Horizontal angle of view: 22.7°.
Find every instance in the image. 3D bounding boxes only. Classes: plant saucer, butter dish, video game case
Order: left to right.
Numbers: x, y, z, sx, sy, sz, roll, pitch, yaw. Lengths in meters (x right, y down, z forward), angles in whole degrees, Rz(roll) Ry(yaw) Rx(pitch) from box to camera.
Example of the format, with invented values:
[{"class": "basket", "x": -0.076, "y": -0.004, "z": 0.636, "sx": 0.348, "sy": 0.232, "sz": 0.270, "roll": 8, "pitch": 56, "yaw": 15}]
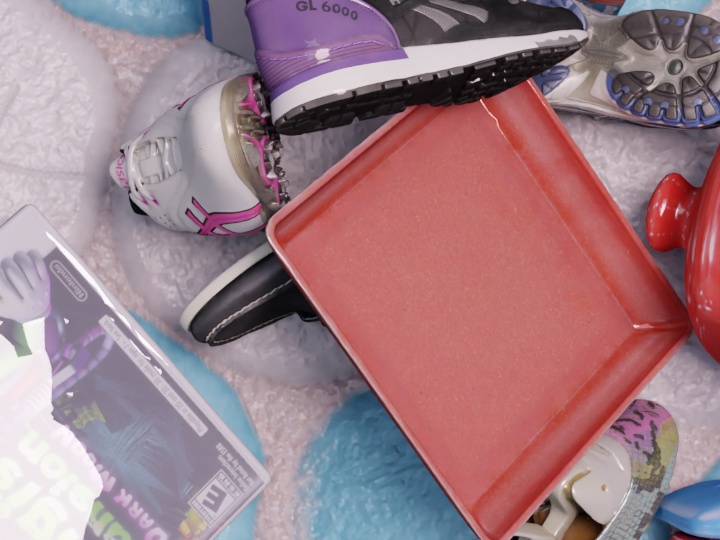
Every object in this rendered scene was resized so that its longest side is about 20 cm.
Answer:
[{"class": "video game case", "x": -0.173, "y": 0.098, "z": 0.933, "sx": 0.182, "sy": 0.023, "sz": 0.200, "roll": -44, "pitch": 99, "yaw": -21}, {"class": "plant saucer", "x": 0.061, "y": 0.009, "z": 0.934, "sx": 0.200, "sy": 0.037, "sz": 0.200, "roll": -42, "pitch": 101, "yaw": -35}, {"class": "butter dish", "x": 0.225, "y": -0.019, "z": 0.956, "sx": 0.147, "sy": 0.200, "sz": 0.201, "roll": 12, "pitch": 76, "yaw": 23}]

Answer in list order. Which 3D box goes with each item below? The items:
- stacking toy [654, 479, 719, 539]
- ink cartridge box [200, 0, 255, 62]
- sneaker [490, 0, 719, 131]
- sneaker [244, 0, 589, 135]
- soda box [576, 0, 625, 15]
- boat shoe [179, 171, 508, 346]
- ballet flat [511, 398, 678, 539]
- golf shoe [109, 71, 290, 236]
[{"class": "stacking toy", "x": 0.215, "y": 0.214, "z": 0.941, "sx": 0.115, "sy": 0.110, "sz": 0.201, "roll": 2, "pitch": 89, "yaw": -5}, {"class": "ink cartridge box", "x": -0.011, "y": -0.218, "z": 0.985, "sx": 0.085, "sy": 0.146, "sz": 0.201, "roll": 23, "pitch": 78, "yaw": 2}, {"class": "sneaker", "x": 0.124, "y": -0.115, "z": 1.011, "sx": 0.199, "sy": 0.085, "sz": 0.077, "roll": 20, "pitch": 90, "yaw": 24}, {"class": "sneaker", "x": 0.032, "y": -0.129, "z": 0.882, "sx": 0.199, "sy": 0.076, "sz": 0.088, "roll": -13, "pitch": 82, "yaw": -41}, {"class": "soda box", "x": 0.134, "y": -0.202, "z": 0.961, "sx": 0.063, "sy": 0.200, "sz": 0.069, "roll": 17, "pitch": 79, "yaw": 1}, {"class": "boat shoe", "x": 0.000, "y": 0.001, "z": 0.977, "sx": 0.199, "sy": 0.075, "sz": 0.066, "roll": -28, "pitch": 78, "yaw": -21}, {"class": "ballet flat", "x": 0.097, "y": 0.143, "z": 0.950, "sx": 0.069, "sy": 0.071, "sz": 0.200, "roll": 30, "pitch": 78, "yaw": 43}, {"class": "golf shoe", "x": -0.082, "y": -0.049, "z": 0.919, "sx": 0.092, "sy": 0.200, "sz": 0.073, "roll": -8, "pitch": 83, "yaw": -5}]
